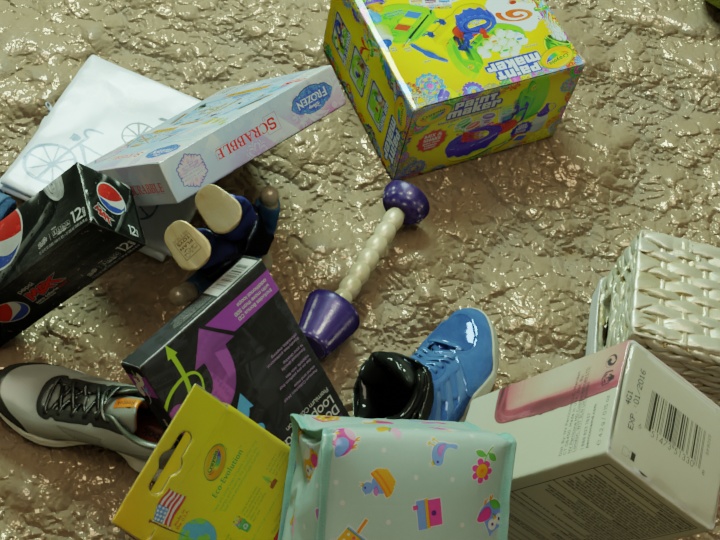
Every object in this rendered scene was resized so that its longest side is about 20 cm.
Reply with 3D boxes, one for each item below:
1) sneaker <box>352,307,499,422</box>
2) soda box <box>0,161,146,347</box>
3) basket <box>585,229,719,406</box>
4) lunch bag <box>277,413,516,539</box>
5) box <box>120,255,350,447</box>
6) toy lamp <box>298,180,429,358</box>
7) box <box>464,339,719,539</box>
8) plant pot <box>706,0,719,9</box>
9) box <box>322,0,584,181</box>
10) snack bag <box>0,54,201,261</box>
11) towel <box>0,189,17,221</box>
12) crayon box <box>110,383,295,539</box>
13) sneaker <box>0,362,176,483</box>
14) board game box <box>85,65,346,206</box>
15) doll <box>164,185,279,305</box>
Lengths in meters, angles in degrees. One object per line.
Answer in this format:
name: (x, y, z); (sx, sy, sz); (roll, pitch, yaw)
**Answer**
sneaker: (0.057, 0.092, 1.176); (0.076, 0.112, 0.201); (7, 54, 36)
soda box: (-0.283, -0.008, 1.141); (0.199, 0.071, 0.064); (-33, 59, 23)
basket: (0.324, 0.062, 1.242); (0.197, 0.124, 0.137); (13, 56, -1)
lunch bag: (0.024, 0.219, 1.023); (0.168, 0.122, 0.203); (6, 89, -21)
box: (-0.094, 0.111, 1.113); (0.143, 0.201, 0.036); (-43, 30, -27)
toy lamp: (0.000, 0.000, 1.265); (0.058, 0.058, 0.201); (29, 56, 8)
box: (0.186, 0.157, 1.096); (0.127, 0.199, 0.110); (35, 54, -22)
plant pot: (0.493, -0.341, 1.504); (0.198, 0.188, 0.188); (14, 56, 17)
box: (0.092, -0.226, 1.378); (0.198, 0.122, 0.194); (-16, 63, -19)
snack bag: (-0.234, -0.119, 1.315); (0.187, 0.021, 0.201); (22, 55, 3)
towel: (-0.428, -0.066, 1.220); (0.198, 0.049, 0.112); (17, 41, 1)
crayon box: (-0.096, 0.192, 1.057); (0.200, 0.051, 0.128); (39, 73, -25)
sneaker: (-0.223, 0.119, 1.137); (0.198, 0.080, 0.075); (18, 59, 3)
board game box: (-0.144, -0.120, 1.216); (0.199, 0.199, 0.042); (-34, 109, -29)
doll: (-0.120, -0.020, 1.172); (0.048, 0.200, 0.137); (41, 91, 11)
